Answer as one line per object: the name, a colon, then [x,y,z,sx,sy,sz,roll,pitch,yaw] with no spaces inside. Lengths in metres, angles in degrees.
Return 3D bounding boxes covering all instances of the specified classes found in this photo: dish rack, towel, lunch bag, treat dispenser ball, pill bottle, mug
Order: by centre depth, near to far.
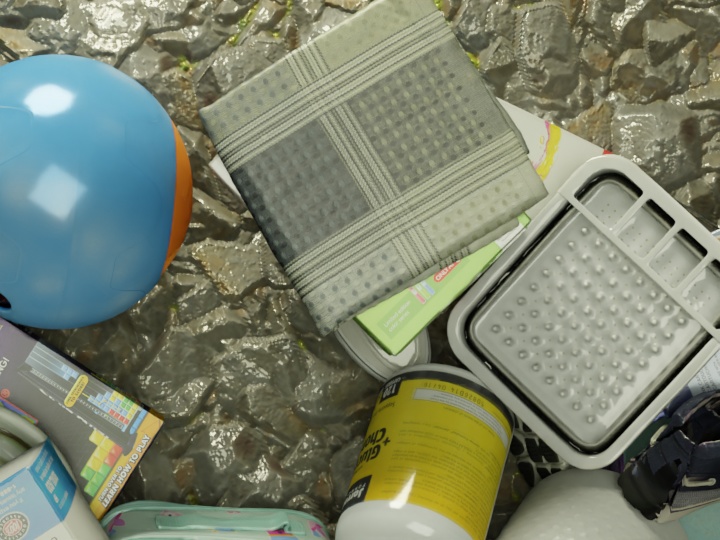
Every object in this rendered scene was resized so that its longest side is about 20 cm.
towel: [0.011,-0.083,1.410,0.199,0.035,0.193,-30,86,-1]
treat dispenser ball: [-0.224,-0.058,1.438,0.200,0.201,0.202,0,91,-8]
mug: [0.177,0.259,1.447,0.199,0.175,0.148,12,119,23]
pill bottle: [0.045,0.178,1.479,0.112,0.112,0.201,25,52,-7]
dish rack: [0.184,0.032,1.489,0.172,0.044,0.200,44,96,11]
lunch bag: [-0.111,0.257,1.500,0.199,0.077,0.161,5,104,-14]

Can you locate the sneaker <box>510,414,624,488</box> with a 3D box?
sneaker: [0.183,0.161,1.570,0.083,0.081,0.201,-32,103,-22]

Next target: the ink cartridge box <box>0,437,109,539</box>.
ink cartridge box: [-0.233,0.248,1.362,0.147,0.145,0.201,-32,95,-3]

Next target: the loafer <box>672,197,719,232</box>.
loafer: [0.301,0.004,1.565,0.200,0.072,0.073,39,63,-8]

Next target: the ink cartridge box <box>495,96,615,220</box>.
ink cartridge box: [0.130,-0.061,1.552,0.199,0.067,0.117,24,89,-7]

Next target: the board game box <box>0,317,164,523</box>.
board game box: [-0.272,0.154,1.507,0.165,0.057,0.201,32,86,-8]

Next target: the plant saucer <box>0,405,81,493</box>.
plant saucer: [-0.303,0.192,1.451,0.199,0.050,0.201,0,91,-6]

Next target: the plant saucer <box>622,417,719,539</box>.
plant saucer: [0.293,0.163,1.570,0.200,0.039,0.202,8,67,-19]

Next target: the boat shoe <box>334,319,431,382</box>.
boat shoe: [0.000,0.000,1.536,0.072,0.066,0.201,-23,93,-7]

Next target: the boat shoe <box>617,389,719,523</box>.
boat shoe: [0.291,0.126,1.487,0.199,0.093,0.075,-20,62,-40]

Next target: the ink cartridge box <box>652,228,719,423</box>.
ink cartridge box: [0.276,0.034,1.513,0.199,0.042,0.120,-24,82,9]

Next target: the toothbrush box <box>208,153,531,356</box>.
toothbrush box: [0.006,-0.056,1.462,0.146,0.086,0.200,-45,91,-3]
